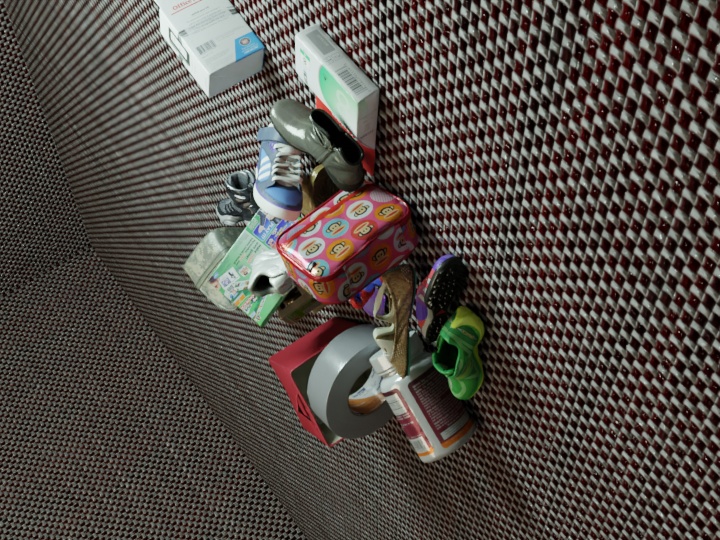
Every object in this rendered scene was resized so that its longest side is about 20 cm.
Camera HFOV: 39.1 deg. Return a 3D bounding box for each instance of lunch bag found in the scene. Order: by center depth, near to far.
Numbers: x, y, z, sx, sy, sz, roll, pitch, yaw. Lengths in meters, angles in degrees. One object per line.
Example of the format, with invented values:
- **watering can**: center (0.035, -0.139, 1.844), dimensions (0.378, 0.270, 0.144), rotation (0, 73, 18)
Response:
- **lunch bag**: center (-0.027, -0.050, 1.564), dimensions (0.175, 0.199, 0.083), rotation (35, 155, 45)
- **lunch bag**: center (-0.248, 0.009, 2.153), dimensions (0.169, 0.139, 0.199), rotation (53, -157, 18)

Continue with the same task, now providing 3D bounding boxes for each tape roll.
- **tape roll**: center (0.001, 0.201, 1.839), dimensions (0.066, 0.198, 0.203), rotation (37, 151, 44)

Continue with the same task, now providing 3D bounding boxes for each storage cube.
- **storage cube**: center (-0.057, 0.214, 2.004), dimensions (0.173, 0.198, 0.179), rotation (62, 165, -12)

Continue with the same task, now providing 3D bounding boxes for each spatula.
- **spatula**: center (0.018, 0.007, 1.786), dimensions (0.056, 0.020, 0.202), rotation (36, 149, 35)

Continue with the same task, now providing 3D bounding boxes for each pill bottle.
- **pill bottle**: center (0.104, 0.215, 1.743), dimensions (0.202, 0.113, 0.114), rotation (60, 159, -2)

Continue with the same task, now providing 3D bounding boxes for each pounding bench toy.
- **pounding bench toy**: center (-0.129, 0.003, 1.966), dimensions (0.157, 0.123, 0.200), rotation (55, -179, 10)

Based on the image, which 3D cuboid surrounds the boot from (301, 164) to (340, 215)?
- **boot**: center (-0.100, -0.149, 1.785), dimensions (0.200, 0.065, 0.177), rotation (41, 153, 42)

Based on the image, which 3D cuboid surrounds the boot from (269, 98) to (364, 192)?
- **boot**: center (-0.063, -0.215, 1.539), dimensions (0.200, 0.068, 0.131), rotation (43, 167, 14)

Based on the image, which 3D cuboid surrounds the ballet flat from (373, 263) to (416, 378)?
- **ballet flat**: center (0.051, 0.083, 1.630), dimensions (0.071, 0.064, 0.204), rotation (-114, 23, -65)

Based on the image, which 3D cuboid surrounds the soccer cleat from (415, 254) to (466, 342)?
- **soccer cleat**: center (0.113, 0.030, 1.546), dimensions (0.202, 0.067, 0.074), rotation (93, 152, -55)

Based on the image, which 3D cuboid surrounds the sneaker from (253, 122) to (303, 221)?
- **sneaker**: center (-0.122, -0.189, 1.675), dimensions (0.201, 0.079, 0.149), rotation (-110, 37, -57)

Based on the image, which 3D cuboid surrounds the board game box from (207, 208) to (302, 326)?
- **board game box**: center (-0.171, -0.019, 1.855), dimensions (0.134, 0.201, 0.029), rotation (37, -179, 10)

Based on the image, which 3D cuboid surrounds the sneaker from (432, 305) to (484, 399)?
- **sneaker**: center (0.146, 0.136, 1.582), dimensions (0.074, 0.083, 0.202), rotation (42, 154, 34)

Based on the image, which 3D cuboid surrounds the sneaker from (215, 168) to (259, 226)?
- **sneaker**: center (-0.254, -0.156, 2.121), dimensions (0.199, 0.075, 0.116), rotation (17, 134, 52)

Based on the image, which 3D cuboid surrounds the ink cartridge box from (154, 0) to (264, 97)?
- **ink cartridge box**: center (-0.265, -0.410, 1.734), dimensions (0.201, 0.115, 0.068), rotation (53, 157, 16)

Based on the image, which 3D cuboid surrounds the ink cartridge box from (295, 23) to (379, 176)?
- **ink cartridge box**: center (-0.038, -0.246, 1.536), dimensions (0.161, 0.050, 0.201), rotation (49, 155, 25)

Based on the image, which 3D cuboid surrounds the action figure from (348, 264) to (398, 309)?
- **action figure**: center (0.000, 0.000, 1.715), dimensions (0.099, 0.065, 0.200), rotation (41, 150, 2)

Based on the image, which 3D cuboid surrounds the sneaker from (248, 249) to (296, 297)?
- **sneaker**: center (-0.113, 0.001, 1.753), dimensions (0.198, 0.100, 0.078), rotation (-24, 119, 30)
